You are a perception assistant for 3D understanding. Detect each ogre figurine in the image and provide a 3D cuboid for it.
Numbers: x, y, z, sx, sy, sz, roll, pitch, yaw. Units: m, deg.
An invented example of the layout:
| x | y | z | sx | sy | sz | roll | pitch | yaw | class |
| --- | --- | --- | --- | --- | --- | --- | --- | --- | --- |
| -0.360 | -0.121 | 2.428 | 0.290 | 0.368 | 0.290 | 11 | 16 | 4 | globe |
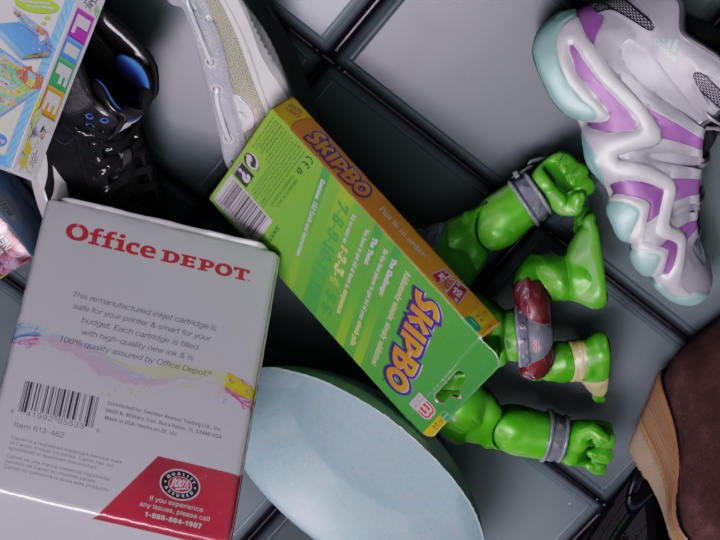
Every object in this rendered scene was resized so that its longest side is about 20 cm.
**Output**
| x | y | z | sx | sy | sz | roll | pitch | yaw | class |
| --- | --- | --- | --- | --- | --- | --- | --- | --- | --- |
| 0.092 | 0.032 | 1.511 | 0.119 | 0.098 | 0.201 | -7 | 128 | -4 | ogre figurine |

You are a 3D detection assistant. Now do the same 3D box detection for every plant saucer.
| x | y | z | sx | sy | sz | roll | pitch | yaw | class |
| --- | --- | --- | --- | --- | --- | --- | --- | --- | --- |
| 0.003 | 0.121 | 1.550 | 0.200 | 0.039 | 0.201 | 28 | 148 | 19 | plant saucer |

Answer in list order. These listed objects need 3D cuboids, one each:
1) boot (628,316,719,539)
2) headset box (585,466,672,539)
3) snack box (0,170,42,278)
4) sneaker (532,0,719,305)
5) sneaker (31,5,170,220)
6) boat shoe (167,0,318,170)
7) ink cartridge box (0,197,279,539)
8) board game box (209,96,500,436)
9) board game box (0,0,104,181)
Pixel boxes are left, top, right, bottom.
| x | y | z | sx | sy | sz | roll | pitch | yaw | class |
| --- | --- | --- | --- | --- | --- | --- | --- | --- | --- |
| 0.249 | 0.099 | 1.481 | 0.072 | 0.200 | 0.167 | 18 | 116 | -37 | boot |
| 0.233 | 0.231 | 1.532 | 0.174 | 0.200 | 0.093 | 28 | 114 | -8 | headset box |
| -0.323 | -0.034 | 1.526 | 0.199 | 0.068 | 0.169 | -31 | 107 | 18 | snack box |
| 0.203 | -0.083 | 1.460 | 0.139 | 0.078 | 0.201 | -24 | 111 | 15 | sneaker |
| -0.150 | -0.072 | 1.465 | 0.073 | 0.112 | 0.201 | -36 | 112 | -27 | sneaker |
| -0.088 | -0.150 | 1.457 | 0.064 | 0.075 | 0.203 | -19 | 120 | 13 | boat shoe |
| -0.136 | 0.074 | 1.433 | 0.145 | 0.201 | 0.083 | 13 | 146 | -6 | ink cartridge box |
| 0.000 | 0.000 | 1.449 | 0.200 | 0.030 | 0.096 | 50 | 138 | 9 | board game box |
| -0.254 | -0.147 | 1.420 | 0.199 | 0.034 | 0.135 | 20 | 87 | 20 | board game box |
